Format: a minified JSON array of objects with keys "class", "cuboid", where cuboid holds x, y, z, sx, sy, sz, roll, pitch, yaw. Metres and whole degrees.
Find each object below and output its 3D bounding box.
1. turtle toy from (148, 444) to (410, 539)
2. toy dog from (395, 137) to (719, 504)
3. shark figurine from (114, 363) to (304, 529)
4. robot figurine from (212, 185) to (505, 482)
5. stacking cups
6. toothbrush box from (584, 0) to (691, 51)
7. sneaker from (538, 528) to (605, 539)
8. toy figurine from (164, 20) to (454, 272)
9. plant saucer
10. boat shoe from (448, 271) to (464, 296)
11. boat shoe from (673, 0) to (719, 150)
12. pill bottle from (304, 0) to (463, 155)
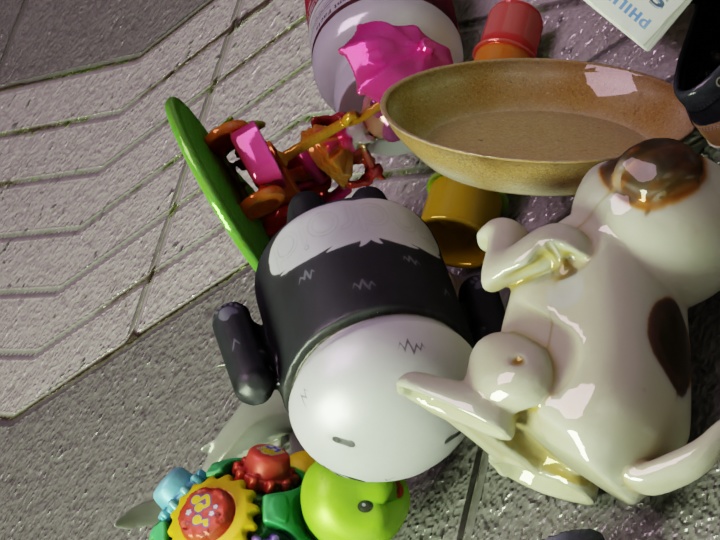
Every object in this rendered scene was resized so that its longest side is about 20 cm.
[{"class":"turtle toy","cuboid":[-0.058,0.169,1.364,0.200,0.101,0.146,-17,52,17]},{"class":"toy dog","cuboid":[0.141,0.019,1.200,0.194,0.139,0.200,9,68,54]},{"class":"shark figurine","cuboid":[-0.081,0.105,1.500,0.214,0.089,0.128,-34,36,32]},{"class":"robot figurine","cuboid":[0.002,0.038,1.318,0.150,0.125,0.200,-33,43,15]},{"class":"stacking cups","cuboid":[0.084,-0.098,1.478,0.060,0.060,0.200,-23,41,45]},{"class":"toothbrush box","cuboid":[0.146,-0.225,1.349,0.086,0.146,0.200,-50,5,13]},{"class":"sneaker","cuboid":[0.077,0.229,1.180,0.200,0.070,0.082,-48,47,21]},{"class":"toy figurine","cuboid":[-0.010,-0.090,1.462,0.184,0.200,0.150,-30,73,5]},{"class":"plant saucer","cuboid":[0.112,-0.087,1.337,0.200,0.200,0.036,-134,40,-60]},{"class":"boat shoe","cuboid":[0.000,0.000,1.491,0.072,0.072,0.200,-58,30,-2]},{"class":"boat shoe","cuboid":[0.236,-0.167,1.310,0.075,0.062,0.200,-18,46,51]},{"class":"pill bottle","cuboid":[0.017,-0.179,1.598,0.113,0.113,0.200,-41,34,26]}]
